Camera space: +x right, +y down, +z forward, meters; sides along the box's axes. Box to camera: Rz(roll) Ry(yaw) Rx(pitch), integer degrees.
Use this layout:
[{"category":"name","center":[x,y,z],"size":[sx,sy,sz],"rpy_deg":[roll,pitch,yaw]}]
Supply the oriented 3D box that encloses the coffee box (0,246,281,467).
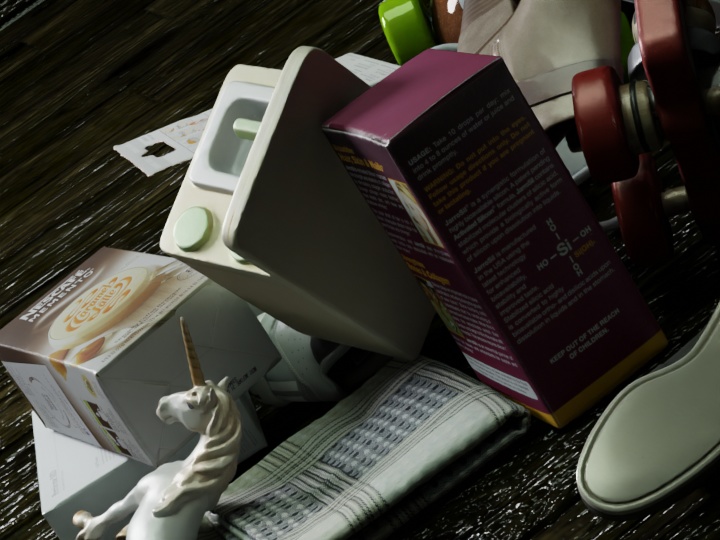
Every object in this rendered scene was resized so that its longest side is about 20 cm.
[{"category":"coffee box","center":[-0.154,0.054,1.565],"size":[0.114,0.080,0.200],"rpy_deg":[-40,21,-21]}]

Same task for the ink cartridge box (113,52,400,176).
[{"category":"ink cartridge box","center":[-0.067,-0.098,1.696],"size":[0.199,0.050,0.161],"rpy_deg":[-25,15,-10]}]

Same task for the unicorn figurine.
[{"category":"unicorn figurine","center":[-0.126,0.151,1.411],"size":[0.137,0.074,0.201],"rpy_deg":[-29,49,39]}]

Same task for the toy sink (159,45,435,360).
[{"category":"toy sink","center":[-0.037,-0.046,1.438],"size":[0.112,0.200,0.131],"rpy_deg":[12,77,39]}]

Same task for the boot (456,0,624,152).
[{"category":"boot","center":[0.137,-0.149,1.447],"size":[0.200,0.070,0.147],"rpy_deg":[-37,46,30]}]

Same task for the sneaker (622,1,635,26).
[{"category":"sneaker","center":[0.173,-0.232,1.816],"size":[0.199,0.076,0.114],"rpy_deg":[-25,56,-14]}]

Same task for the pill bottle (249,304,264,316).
[{"category":"pill bottle","center":[-0.071,-0.021,1.722],"size":[0.109,0.110,0.200],"rpy_deg":[-30,19,9]}]

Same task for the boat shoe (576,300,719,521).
[{"category":"boat shoe","center":[0.182,0.066,1.212],"size":[0.067,0.057,0.200],"rpy_deg":[28,60,28]}]

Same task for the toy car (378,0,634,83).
[{"category":"toy car","center":[0.117,-0.128,1.654],"size":[0.164,0.158,0.200],"rpy_deg":[-22,32,9]}]

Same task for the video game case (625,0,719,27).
[{"category":"video game case","center":[0.264,-0.204,1.577],"size":[0.199,0.023,0.182],"rpy_deg":[16,33,6]}]

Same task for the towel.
[{"category":"towel","center":[-0.014,0.121,1.401],"size":[0.200,0.035,0.192],"rpy_deg":[-37,19,-10]}]

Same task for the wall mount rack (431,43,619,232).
[{"category":"wall mount rack","center":[0.128,-0.124,1.557],"size":[0.174,0.075,0.200],"rpy_deg":[-37,60,-21]}]

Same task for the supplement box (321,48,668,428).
[{"category":"supplement box","center":[0.077,-0.021,1.346],"size":[0.086,0.200,0.110],"rpy_deg":[-36,19,-12]}]

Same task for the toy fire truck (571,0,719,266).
[{"category":"toy fire truck","center":[0.190,-0.111,1.371],"size":[0.112,0.200,0.168],"rpy_deg":[-13,51,14]}]

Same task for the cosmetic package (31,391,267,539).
[{"category":"cosmetic package","center":[-0.150,0.109,1.623],"size":[0.150,0.052,0.200],"rpy_deg":[-31,19,0]}]

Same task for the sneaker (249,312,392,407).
[{"category":"sneaker","center":[0.000,0.000,1.568],"size":[0.115,0.075,0.201],"rpy_deg":[3,72,43]}]
